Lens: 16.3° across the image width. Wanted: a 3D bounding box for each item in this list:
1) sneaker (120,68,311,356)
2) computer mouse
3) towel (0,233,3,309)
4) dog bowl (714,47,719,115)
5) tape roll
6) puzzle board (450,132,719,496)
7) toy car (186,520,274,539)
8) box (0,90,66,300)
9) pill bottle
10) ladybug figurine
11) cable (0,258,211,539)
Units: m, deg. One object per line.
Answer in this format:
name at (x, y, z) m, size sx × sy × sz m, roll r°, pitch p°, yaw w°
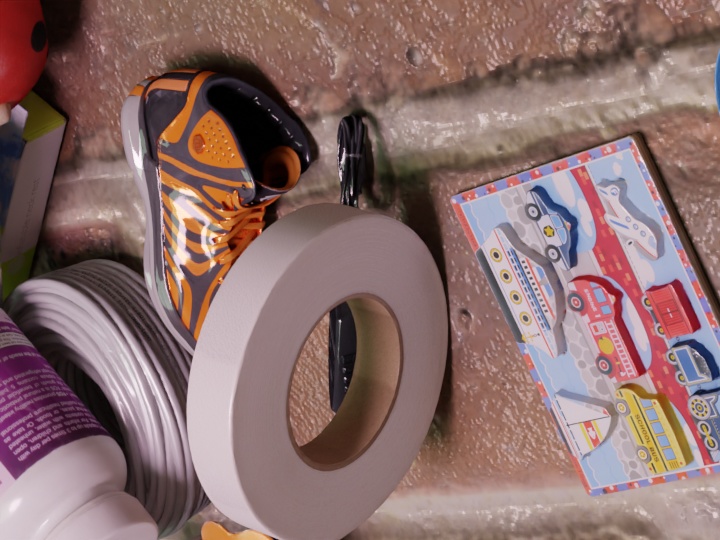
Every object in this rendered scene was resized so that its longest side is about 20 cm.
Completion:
sneaker at (-0.079, -0.028, 1.560) m, size 0.112 × 0.078 × 0.200 m, roll -2°, pitch 111°, yaw 45°
computer mouse at (0.000, 0.000, 1.536) m, size 0.034 × 0.059 × 0.200 m, roll 0°, pitch 117°, yaw -4°
towel at (-0.315, -0.066, 1.677) m, size 0.200 × 0.048 × 0.171 m, roll 41°, pitch 153°, yaw 19°
dog bowl at (0.267, -0.062, 1.238) m, size 0.200 × 0.050 × 0.112 m, roll 44°, pitch 136°, yaw 14°
tape roll at (-0.022, 0.062, 1.468) m, size 0.037 × 0.203 × 0.203 m, roll 15°, pitch 123°, yaw 36°
puzzle board at (0.142, 0.032, 1.433) m, size 0.151 × 0.017 × 0.200 m, roll -18°, pitch 99°, yaw 47°
toy car at (-0.091, 0.248, 1.651) m, size 0.177 × 0.184 × 0.200 m, roll 47°, pitch 135°, yaw 12°
box at (-0.272, -0.074, 1.736) m, size 0.122 × 0.048 × 0.200 m, roll 39°, pitch 134°, yaw 20°
pill bottle at (-0.224, 0.123, 1.641) m, size 0.200 × 0.112 × 0.112 m, roll 46°, pitch 137°, yaw 23°
ladybug figurine at (-0.250, -0.186, 1.607) m, size 0.136 × 0.072 × 0.200 m, roll 125°, pitch 128°, yaw -71°
cable at (-0.172, 0.090, 1.710) m, size 0.200 × 0.069 × 0.200 m, roll 54°, pitch 142°, yaw 14°
